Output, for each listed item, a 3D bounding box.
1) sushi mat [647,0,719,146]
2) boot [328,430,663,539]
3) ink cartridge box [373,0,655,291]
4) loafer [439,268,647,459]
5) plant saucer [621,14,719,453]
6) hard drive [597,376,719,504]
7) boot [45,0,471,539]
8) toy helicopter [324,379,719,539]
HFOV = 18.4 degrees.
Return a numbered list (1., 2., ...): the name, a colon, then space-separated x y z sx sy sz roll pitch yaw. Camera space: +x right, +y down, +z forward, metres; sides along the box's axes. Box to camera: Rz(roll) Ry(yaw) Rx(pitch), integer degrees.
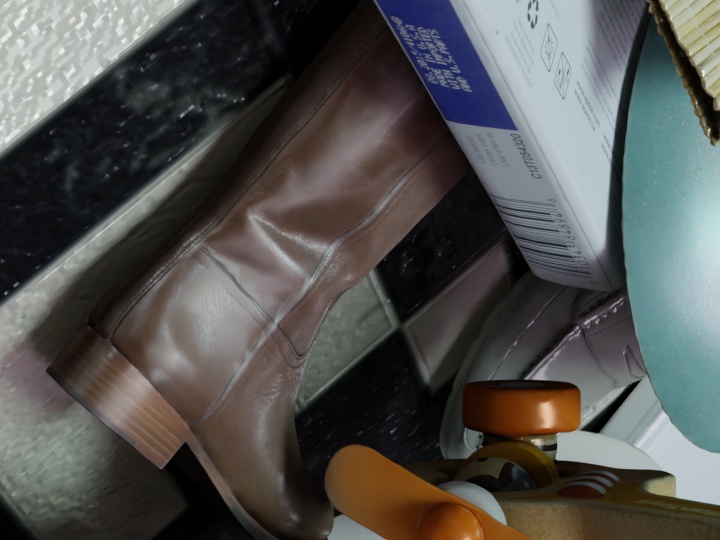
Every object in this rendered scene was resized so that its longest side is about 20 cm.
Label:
1. sushi mat: 0.143 -0.119 0.780 0.012 0.096 0.200 -24 -172 38
2. boot: 0.044 0.137 0.991 0.199 0.073 0.091 -13 140 -29
3. ink cartridge box: 0.076 -0.125 0.755 0.197 0.043 0.201 54 50 -55
4. loafer: 0.113 0.015 0.934 0.200 0.070 0.070 -50 145 3
5. plant saucer: 0.157 -0.030 0.832 0.200 0.036 0.202 -8 100 -56
6. hard drive: 0.185 0.057 1.093 0.200 0.026 0.132 -52 145 5
7. boot: 0.000 0.000 0.814 0.200 0.064 0.186 -51 148 -4
8. toy helicopter: 0.078 0.088 0.790 0.132 0.199 0.079 -1 94 -44
